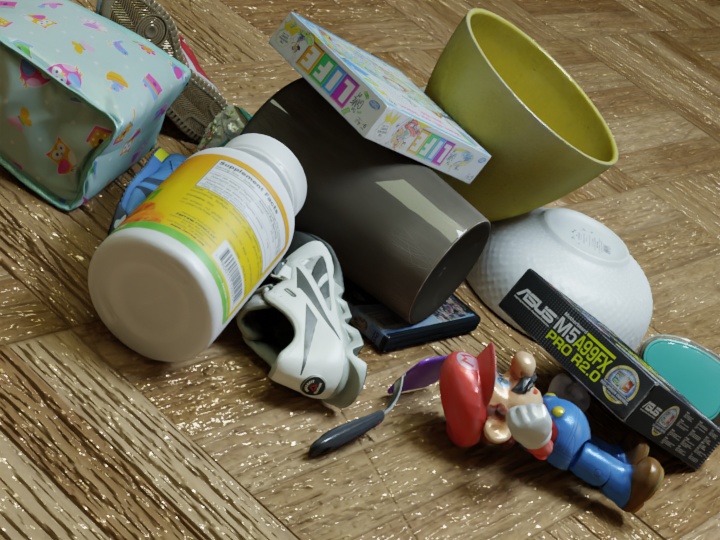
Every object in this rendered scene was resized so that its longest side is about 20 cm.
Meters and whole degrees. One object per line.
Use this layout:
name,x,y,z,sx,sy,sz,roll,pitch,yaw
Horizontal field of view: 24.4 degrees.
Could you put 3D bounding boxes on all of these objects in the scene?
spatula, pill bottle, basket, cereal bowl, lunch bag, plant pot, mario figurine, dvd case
spatula,0.019,0.105,1.315,0.021,0.057,0.200,50,36,6
pill bottle,-0.119,-0.027,1.305,0.110,0.112,0.200,29,39,7
basket,0.004,-0.058,1.459,0.200,0.137,0.180,39,10,18
cereal bowl,0.204,-0.003,1.638,0.198,0.084,0.201,21,25,-10
lunch bag,-0.277,-0.166,1.449,0.199,0.122,0.171,33,28,2
plant pot,0.128,-0.130,1.601,0.199,0.142,0.201,37,25,-20
mario figurine,0.156,0.113,1.340,0.199,0.123,0.107,27,68,-14
dvd case,0.000,0.000,1.517,0.200,0.018,0.142,41,29,29

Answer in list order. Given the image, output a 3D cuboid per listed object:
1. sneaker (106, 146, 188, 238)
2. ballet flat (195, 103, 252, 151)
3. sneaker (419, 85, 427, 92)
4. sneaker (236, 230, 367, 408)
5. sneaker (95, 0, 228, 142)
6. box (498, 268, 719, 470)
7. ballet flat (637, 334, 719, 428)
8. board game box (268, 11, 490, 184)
sneaker,-0.162,-0.043,1.391,0.078,0.066,0.200,26,25,-2
ballet flat,-0.115,-0.115,1.555,0.076,0.064,0.200,52,4,6
sneaker,0.041,-0.096,1.678,0.078,0.079,0.201,44,43,-28
sneaker,-0.061,0.025,1.349,0.088,0.075,0.201,14,28,-27
sneaker,-0.205,-0.214,1.598,0.113,0.071,0.200,49,-3,45
box,0.221,0.088,1.444,0.160,0.044,0.200,44,7,34
ballet flat,0.347,0.123,1.579,0.198,0.068,0.064,27,-2,0
board game box,0.020,-0.147,1.449,0.134,0.034,0.199,46,14,28
